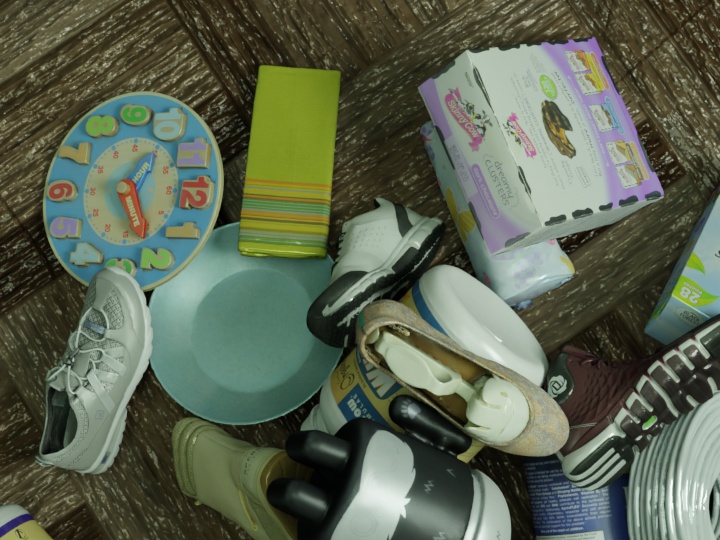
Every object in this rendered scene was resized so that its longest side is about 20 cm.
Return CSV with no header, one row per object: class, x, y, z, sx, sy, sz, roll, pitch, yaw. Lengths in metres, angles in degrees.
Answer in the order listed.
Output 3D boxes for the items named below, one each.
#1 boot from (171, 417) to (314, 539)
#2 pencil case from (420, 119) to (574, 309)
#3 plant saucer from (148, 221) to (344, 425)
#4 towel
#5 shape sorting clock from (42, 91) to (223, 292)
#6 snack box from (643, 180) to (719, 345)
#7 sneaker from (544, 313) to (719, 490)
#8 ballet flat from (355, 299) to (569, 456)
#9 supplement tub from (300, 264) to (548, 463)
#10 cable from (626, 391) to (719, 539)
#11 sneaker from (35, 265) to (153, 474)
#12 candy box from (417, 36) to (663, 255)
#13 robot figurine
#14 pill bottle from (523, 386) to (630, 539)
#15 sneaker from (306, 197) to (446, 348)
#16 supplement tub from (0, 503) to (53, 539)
boot,-0.088,0.226,1.218,0.154,0.201,0.073,14,51,42
pencil case,0.130,-0.066,1.246,0.090,0.083,0.202,-22,82,-15
plant saucer,-0.105,0.052,1.254,0.199,0.039,0.203,-3,70,9
towel,-0.067,-0.106,1.276,0.085,0.018,0.202,5,69,-1
shape sorting clock,-0.224,-0.077,1.275,0.198,0.039,0.202,-4,78,16
snack box,0.370,0.015,1.183,0.168,0.068,0.201,30,54,6
sneaker,0.224,0.081,1.108,0.200,0.076,0.116,-40,46,-1
ballet flat,0.078,0.096,1.057,0.199,0.067,0.069,30,103,2
supplement tub,0.055,0.111,1.176,0.145,0.145,0.200,45,107,8
cable,0.310,0.203,1.150,0.069,0.199,0.203,-4,91,48
sneaker,-0.250,0.095,1.223,0.074,0.082,0.202,13,95,33
candy box,0.167,-0.117,1.197,0.071,0.199,0.169,-30,78,44
robot figurine,0.026,0.196,1.069,0.198,0.125,0.151,25,114,-14
pill bottle,0.207,0.194,1.191,0.111,0.112,0.202,-8,82,2
sneaker,0.000,0.000,1.218,0.080,0.074,0.200,30,40,16
supplement tub,-0.300,0.328,1.187,0.145,0.145,0.200,-45,82,-3
